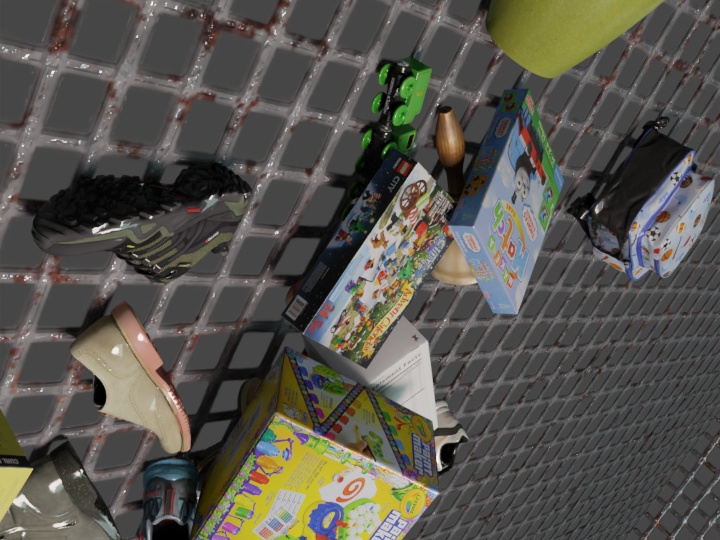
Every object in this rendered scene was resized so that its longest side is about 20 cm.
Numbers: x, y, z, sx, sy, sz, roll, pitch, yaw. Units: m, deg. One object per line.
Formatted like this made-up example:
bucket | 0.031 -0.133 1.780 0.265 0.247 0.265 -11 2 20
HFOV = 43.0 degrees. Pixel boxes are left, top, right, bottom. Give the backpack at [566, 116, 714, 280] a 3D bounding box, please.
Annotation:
backpack | 0.411 -0.081 1.313 0.200 0.154 0.191 -45 157 -8

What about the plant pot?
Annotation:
plant pot | 0.211 -0.292 0.868 0.186 0.188 0.201 -6 144 -44

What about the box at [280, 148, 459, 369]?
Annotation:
box | 0.020 -0.007 0.941 0.201 0.038 0.136 -56 144 0

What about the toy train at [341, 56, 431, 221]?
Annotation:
toy train | 0.027 -0.123 0.934 0.056 0.042 0.202 -27 142 -44

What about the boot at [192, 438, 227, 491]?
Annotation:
boot | -0.100 0.269 1.099 0.198 0.138 0.078 3 123 -48

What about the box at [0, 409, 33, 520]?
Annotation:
box | -0.304 0.096 0.642 0.050 0.200 0.076 18 110 -53

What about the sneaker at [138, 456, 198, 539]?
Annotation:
sneaker | -0.218 0.307 1.032 0.078 0.096 0.202 -2 128 -6

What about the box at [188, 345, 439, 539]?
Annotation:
box | -0.049 0.227 0.977 0.191 0.122 0.201 29 114 -13

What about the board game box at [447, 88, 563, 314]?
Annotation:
board game box | 0.168 -0.077 1.027 0.152 0.036 0.202 56 50 -42

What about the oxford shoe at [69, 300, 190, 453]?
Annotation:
oxford shoe | -0.219 0.116 0.883 0.073 0.071 0.202 -29 133 -16

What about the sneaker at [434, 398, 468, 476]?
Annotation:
sneaker | 0.091 0.296 1.394 0.073 0.080 0.202 -2 127 -49

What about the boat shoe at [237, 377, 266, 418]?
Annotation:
boat shoe | -0.062 0.183 1.073 0.200 0.075 0.073 44 48 -43

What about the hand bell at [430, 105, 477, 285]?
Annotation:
hand bell | 0.108 -0.093 1.032 0.103 0.104 0.202 -32 131 -20

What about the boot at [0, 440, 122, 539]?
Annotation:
boot | -0.322 0.266 0.928 0.130 0.068 0.202 -28 135 -18

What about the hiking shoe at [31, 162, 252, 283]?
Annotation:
hiking shoe | -0.178 -0.025 0.770 0.198 0.076 0.102 -14 131 -41

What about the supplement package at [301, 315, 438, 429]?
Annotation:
supplement package | 0.016 0.137 1.119 0.113 0.110 0.201 -33 144 -18

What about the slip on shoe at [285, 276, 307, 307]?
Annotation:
slip on shoe | 0.000 0.000 1.009 0.199 0.061 0.075 -34 138 -27
